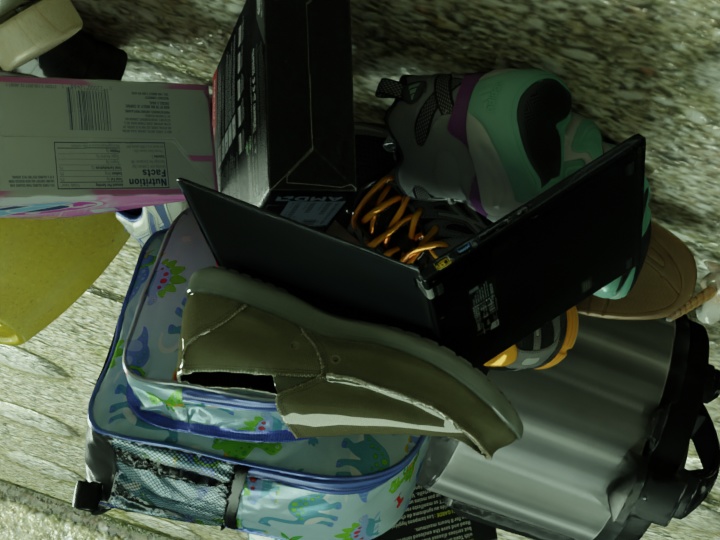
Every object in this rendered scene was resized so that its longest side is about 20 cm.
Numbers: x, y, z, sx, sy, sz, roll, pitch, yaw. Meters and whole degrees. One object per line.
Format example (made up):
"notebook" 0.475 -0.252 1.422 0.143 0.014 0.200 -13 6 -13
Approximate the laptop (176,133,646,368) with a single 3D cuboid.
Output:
"laptop" 0.033 -0.024 1.205 0.116 0.200 0.187 56 175 18

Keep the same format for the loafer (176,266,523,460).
"loafer" -0.010 0.063 1.223 0.200 0.070 0.075 19 165 21

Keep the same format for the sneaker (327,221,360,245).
"sneaker" 0.000 0.000 1.505 0.200 0.081 0.076 3 128 39

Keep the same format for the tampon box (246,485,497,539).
"tampon box" -0.008 0.109 1.666 0.126 0.200 0.150 -10 179 -30

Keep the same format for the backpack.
"backpack" -0.052 0.066 1.396 0.200 0.183 0.147 14 140 2

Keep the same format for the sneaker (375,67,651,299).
"sneaker" 0.076 -0.056 1.323 0.140 0.078 0.200 10 153 35

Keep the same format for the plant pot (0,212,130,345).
"plant pot" -0.261 -0.030 1.655 0.200 0.142 0.200 17 164 5

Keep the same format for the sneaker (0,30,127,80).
"sneaker" -0.234 -0.128 1.449 0.200 0.076 0.091 -10 142 43

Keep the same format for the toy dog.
"toy dog" -0.200 -0.152 1.272 0.200 0.096 0.132 10 122 53

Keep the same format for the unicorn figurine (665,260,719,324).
"unicorn figurine" 0.267 0.032 1.414 0.200 0.074 0.137 6 155 -5

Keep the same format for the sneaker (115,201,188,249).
"sneaker" -0.118 -0.035 1.536 0.088 0.075 0.200 26 155 1

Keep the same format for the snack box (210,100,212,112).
"snack box" -0.067 -0.059 1.552 0.072 0.024 0.200 5 160 41

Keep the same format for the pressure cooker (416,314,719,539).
"pressure cooker" 0.144 0.092 1.541 0.200 0.176 0.179 19 157 -6

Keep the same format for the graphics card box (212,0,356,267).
"graphics card box" -0.045 -0.077 1.270 0.051 0.126 0.200 1 166 -10

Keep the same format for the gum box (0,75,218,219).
"gum box" -0.182 -0.066 1.293 0.113 0.066 0.200 -7 177 42

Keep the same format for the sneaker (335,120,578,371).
"sneaker" 0.042 -0.016 1.367 0.200 0.078 0.077 40 -157 11

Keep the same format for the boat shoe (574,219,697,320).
"boat shoe" 0.111 -0.021 1.422 0.200 0.072 0.072 12 -167 16
